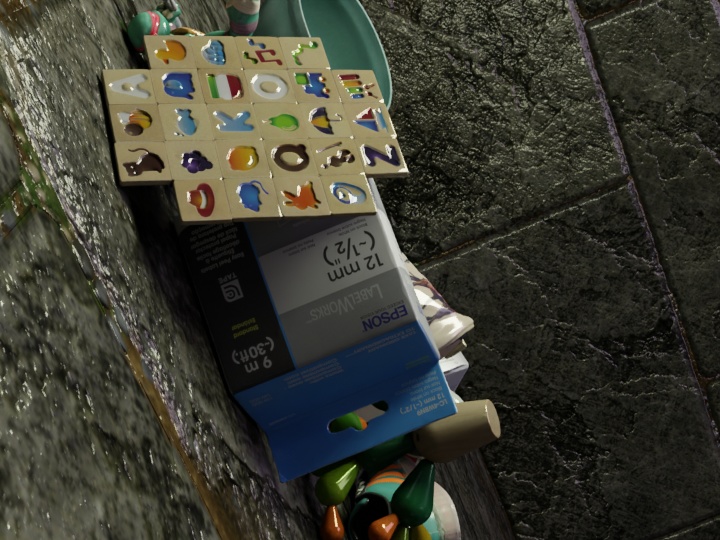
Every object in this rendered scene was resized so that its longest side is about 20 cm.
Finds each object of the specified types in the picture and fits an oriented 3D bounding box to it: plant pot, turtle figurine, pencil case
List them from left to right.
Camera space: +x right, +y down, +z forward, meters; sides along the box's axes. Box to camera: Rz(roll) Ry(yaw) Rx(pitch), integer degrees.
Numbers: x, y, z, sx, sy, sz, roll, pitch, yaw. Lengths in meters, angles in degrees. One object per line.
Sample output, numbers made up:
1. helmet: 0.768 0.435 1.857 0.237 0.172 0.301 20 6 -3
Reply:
1. turtle figurine: -0.125 -0.182 0.944 0.149 0.102 0.199 18 -8 44
2. plant pot: -0.069 -0.255 1.423 0.200 0.133 0.202 42 36 -40
3. pencil case: 0.000 0.000 0.901 0.200 0.078 0.089 47 29 6

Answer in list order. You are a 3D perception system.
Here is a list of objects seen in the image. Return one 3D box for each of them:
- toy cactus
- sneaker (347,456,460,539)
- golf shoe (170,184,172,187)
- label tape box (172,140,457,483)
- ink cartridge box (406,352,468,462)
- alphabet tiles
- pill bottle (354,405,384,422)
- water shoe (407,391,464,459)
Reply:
1. toy cactus: 0.035 0.146 0.932 0.102 0.163 0.202 40 37 -56
2. sneaker: 0.020 0.214 1.043 0.200 0.079 0.072 -179 -97 -74
3. golf shoe: -0.104 -0.085 0.929 0.200 0.072 0.093 25 69 -64
4. label tape box: -0.032 0.031 0.818 0.066 0.142 0.202 45 24 -77
5. ink cartridge box: 0.029 0.106 1.237 0.163 0.057 0.201 57 -41 31
6. alphabet tiles: -0.071 -0.099 0.782 0.006 0.197 0.168 113 -34 -50
7. pill bottle: -0.015 0.045 1.085 0.201 0.111 0.113 -105 171 -55
8. water shoe: 0.055 0.135 1.098 0.199 0.078 0.073 -8 -90 56
